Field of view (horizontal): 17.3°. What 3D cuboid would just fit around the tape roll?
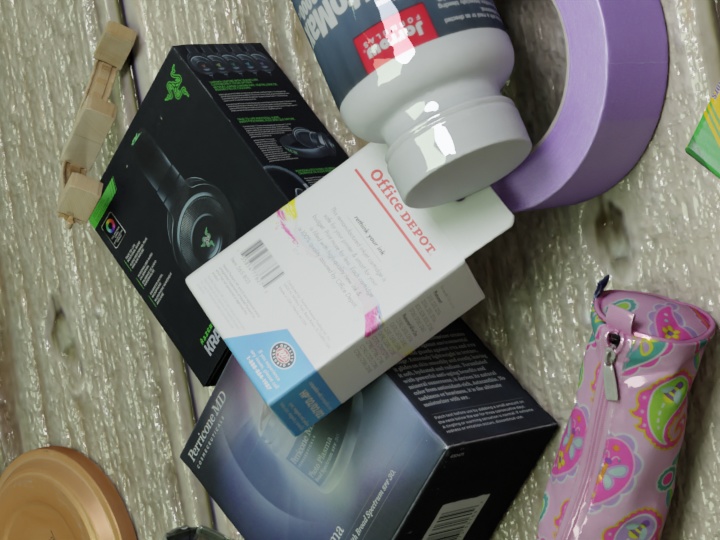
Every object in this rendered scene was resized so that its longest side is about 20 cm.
[{"bbox_3d":[0.105,-0.140,1.553,0.199,0.065,0.202,7,100,44],"label":"tape roll"}]

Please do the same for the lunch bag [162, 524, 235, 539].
[{"bbox_3d":[-0.096,0.307,1.784,0.200,0.117,0.165,37,122,30],"label":"lunch bag"}]

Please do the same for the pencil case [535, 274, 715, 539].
[{"bbox_3d":[0.165,0.110,1.514,0.087,0.087,0.202,29,117,39],"label":"pencil case"}]

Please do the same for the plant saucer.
[{"bbox_3d":[-0.258,0.251,2.000,0.199,0.032,0.202,8,101,44],"label":"plant saucer"}]

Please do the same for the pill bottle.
[{"bbox_3d":[0.030,-0.149,1.498,0.119,0.119,0.201,-38,70,41],"label":"pill bottle"}]

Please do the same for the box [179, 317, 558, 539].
[{"bbox_3d":[-0.001,0.120,1.657,0.199,0.123,0.201,48,126,31],"label":"box"}]

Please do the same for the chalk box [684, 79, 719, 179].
[{"bbox_3d":[0.307,-0.066,1.317,0.200,0.124,0.125,43,124,32],"label":"chalk box"}]

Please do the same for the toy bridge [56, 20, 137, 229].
[{"bbox_3d":[-0.209,-0.104,1.820,0.201,0.027,0.067,-84,20,-44],"label":"toy bridge"}]

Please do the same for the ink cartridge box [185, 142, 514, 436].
[{"bbox_3d":[0.000,0.000,1.553,0.199,0.068,0.115,-36,62,-1],"label":"ink cartridge box"}]

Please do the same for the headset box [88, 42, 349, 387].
[{"bbox_3d":[-0.098,-0.049,1.752,0.200,0.092,0.175,53,128,27],"label":"headset box"}]
